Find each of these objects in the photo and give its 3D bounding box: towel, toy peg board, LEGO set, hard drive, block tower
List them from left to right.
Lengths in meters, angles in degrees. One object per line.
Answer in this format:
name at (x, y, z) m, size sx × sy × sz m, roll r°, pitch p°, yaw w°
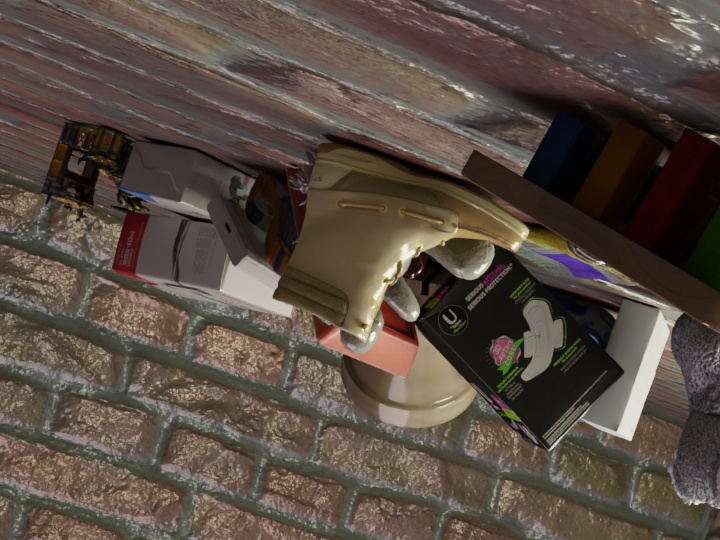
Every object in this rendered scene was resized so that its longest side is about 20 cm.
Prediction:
LEGO set at (-0.312, -0.106, 1.786) m, size 0.153 × 0.117 × 0.199 m, roll 16°, pitch 175°, yaw 36°
hard drive at (-0.083, -0.003, 1.608) m, size 0.199 × 0.027 × 0.132 m, roll 33°, pitch -164°, yaw -36°
block tower at (0.028, 0.017, 1.731) m, size 0.198 × 0.058 × 0.054 m, roll 10°, pitch -159°, yaw 20°
towel at (0.195, -0.014, 1.351) m, size 0.143 × 0.023 × 0.199 m, roll 21°, pitch 176°, yaw -32°
toy peg board at (0.200, -0.029, 0.814) m, size 0.199 × 0.098 × 0.199 m, roll 24°, pitch -171°, yaw -46°

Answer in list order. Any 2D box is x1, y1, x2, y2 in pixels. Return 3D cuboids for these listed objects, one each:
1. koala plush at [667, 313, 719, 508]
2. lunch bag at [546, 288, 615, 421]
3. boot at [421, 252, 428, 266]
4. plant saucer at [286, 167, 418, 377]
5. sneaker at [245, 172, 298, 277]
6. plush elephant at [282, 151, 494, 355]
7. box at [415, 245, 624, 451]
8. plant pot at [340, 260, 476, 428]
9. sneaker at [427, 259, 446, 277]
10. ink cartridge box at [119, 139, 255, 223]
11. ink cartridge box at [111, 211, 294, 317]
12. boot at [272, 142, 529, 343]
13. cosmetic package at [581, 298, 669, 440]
koala plush at (0.395, 0.160, 1.479) m, size 0.182 × 0.202 × 0.177 m, roll 19°, pitch 176°, yaw -8°
lunch bag at (0.233, 0.100, 1.817) m, size 0.198 × 0.162 × 0.082 m, roll 18°, pitch -142°, yaw 22°
boot at (0.024, -0.033, 1.668) m, size 0.073 × 0.076 × 0.199 m, roll 9°, pitch -170°, yaw 32°
plant saucer at (0.000, 0.000, 1.497) m, size 0.036 × 0.202 × 0.199 m, roll -20°, pitch 157°, yaw 23°
sneaker at (-0.062, -0.046, 1.548) m, size 0.088 × 0.076 × 0.200 m, roll 20°, pitch -157°, yaw -27°
plush elephant at (0.012, -0.010, 1.339) m, size 0.200 × 0.164 × 0.155 m, roll 47°, pitch 172°, yaw 21°
box at (0.169, 0.083, 1.546) m, size 0.200 × 0.124 × 0.149 m, roll 47°, pitch 175°, yaw -1°
plant pot at (0.077, 0.085, 1.904) m, size 0.198 × 0.201 × 0.175 m, roll 18°, pitch 136°, yaw 11°
sneaker at (0.124, 0.014, 1.769) m, size 0.201 × 0.112 × 0.073 m, roll 52°, pitch -155°, yaw 13°
ink cartridge box at (-0.184, -0.093, 1.717) m, size 0.114 × 0.069 × 0.199 m, roll 14°, pitch 174°, yaw 39°
ink cartridge box at (-0.191, -0.008, 1.751) m, size 0.199 × 0.084 × 0.146 m, roll 9°, pitch 171°, yaw 39°
boot at (0.035, -0.009, 1.208) m, size 0.198 × 0.157 × 0.073 m, roll 19°, pitch 176°, yaw -8°
cosmetic package at (0.326, 0.125, 1.693) m, size 0.051 × 0.152 × 0.200 m, roll 17°, pitch 175°, yaw 18°
